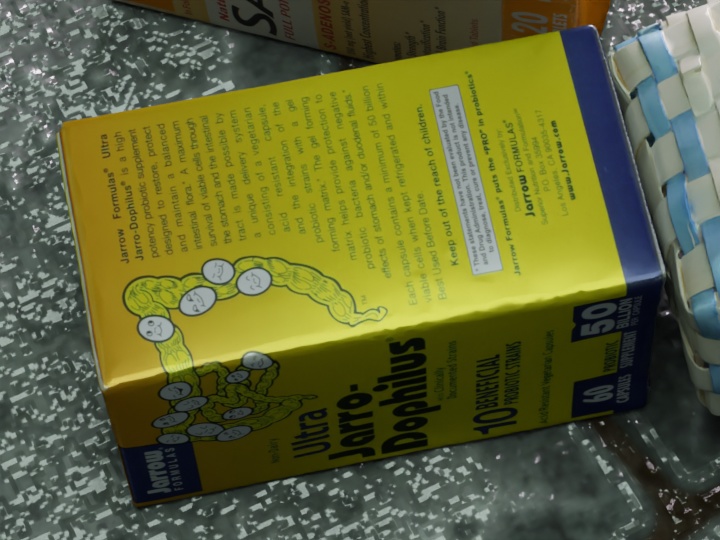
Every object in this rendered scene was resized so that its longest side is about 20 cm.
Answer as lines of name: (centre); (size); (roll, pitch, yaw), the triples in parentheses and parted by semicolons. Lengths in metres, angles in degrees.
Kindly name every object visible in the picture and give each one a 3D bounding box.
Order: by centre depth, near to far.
basket: (0.200, -0.042, 1.031); (0.200, 0.139, 0.177); (-16, 57, 10)
supplement box: (0.000, 0.000, 1.042); (0.200, 0.109, 0.110); (-11, 63, -3)
supplement box: (-0.002, -0.142, 1.105); (0.200, 0.126, 0.074); (14, 66, 10)
